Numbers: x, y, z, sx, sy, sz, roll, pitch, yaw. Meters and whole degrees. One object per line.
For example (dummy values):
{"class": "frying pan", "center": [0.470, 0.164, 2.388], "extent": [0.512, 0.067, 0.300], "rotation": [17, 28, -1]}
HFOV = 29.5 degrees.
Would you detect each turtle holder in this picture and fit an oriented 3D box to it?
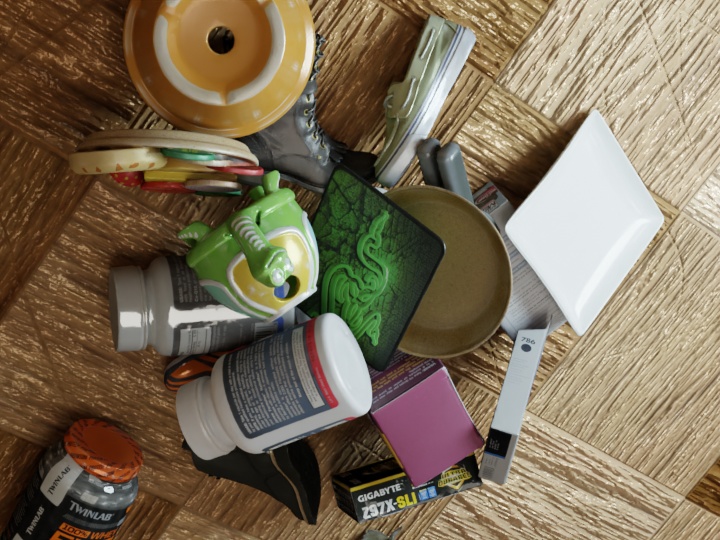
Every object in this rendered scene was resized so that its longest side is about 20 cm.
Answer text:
{"class": "turtle holder", "center": [-0.100, -0.021, 1.439], "extent": [0.141, 0.185, 0.132], "rotation": [-34, 92, -34]}

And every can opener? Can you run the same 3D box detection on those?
{"class": "can opener", "center": [0.111, -0.073, 1.547], "extent": [0.067, 0.052, 0.200], "rotation": [-56, 143, -28]}

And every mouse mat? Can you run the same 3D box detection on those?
{"class": "mouse mat", "center": [0.000, 0.000, 1.525], "extent": [0.008, 0.161, 0.201], "rotation": [-32, 153, -49]}

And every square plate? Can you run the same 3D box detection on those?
{"class": "square plate", "center": [0.270, -0.058, 1.659], "extent": [0.200, 0.028, 0.198], "rotation": [-51, 123, -19]}

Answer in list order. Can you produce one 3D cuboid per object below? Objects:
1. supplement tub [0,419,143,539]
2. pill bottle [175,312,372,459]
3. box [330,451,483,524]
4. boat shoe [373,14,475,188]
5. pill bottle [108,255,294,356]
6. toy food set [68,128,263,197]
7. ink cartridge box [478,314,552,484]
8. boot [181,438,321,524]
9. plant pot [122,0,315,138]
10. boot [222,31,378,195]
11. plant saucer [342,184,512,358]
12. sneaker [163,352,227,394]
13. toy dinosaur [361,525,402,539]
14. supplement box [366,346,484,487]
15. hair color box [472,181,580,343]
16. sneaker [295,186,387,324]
{"class": "supplement tub", "center": [-0.345, 0.286, 1.633], "extent": [0.122, 0.123, 0.201], "rotation": [21, 110, -26]}
{"class": "pill bottle", "center": [-0.099, 0.135, 1.520], "extent": [0.199, 0.120, 0.120], "rotation": [-22, 123, 15]}
{"class": "box", "center": [0.053, 0.262, 1.703], "extent": [0.159, 0.200, 0.050], "rotation": [-14, 88, -8]}
{"class": "boat shoe", "center": [0.059, -0.190, 1.529], "extent": [0.062, 0.072, 0.201], "rotation": [27, 87, -4]}
{"class": "pill bottle", "center": [-0.183, 0.038, 1.557], "extent": [0.199, 0.114, 0.114], "rotation": [-3, 118, -15]}
{"class": "toy food set", "center": [-0.200, -0.112, 1.430], "extent": [0.197, 0.200, 0.049], "rotation": [3, 86, -5]}
{"class": "ink cartridge box", "center": [0.187, 0.149, 1.644], "extent": [0.039, 0.200, 0.100], "rotation": [16, 136, 9]}
{"class": "boot", "center": [-0.131, 0.256, 1.728], "extent": [0.137, 0.078, 0.201], "rotation": [-5, 137, 12]}
{"class": "plant pot", "center": [-0.140, -0.227, 1.351], "extent": [0.199, 0.183, 0.202], "rotation": [-1, 98, -5]}
{"class": "boot", "center": [-0.059, -0.178, 1.506], "extent": [0.199, 0.069, 0.175], "rotation": [1, 117, -15]}
{"class": "plant saucer", "center": [0.078, -0.002, 1.521], "extent": [0.199, 0.035, 0.201], "rotation": [7, 110, 21]}
{"class": "sneaker", "center": [-0.129, 0.142, 1.620], "extent": [0.199, 0.112, 0.078], "rotation": [-8, 144, -12]}
{"class": "toy dinosaur", "center": [-0.016, 0.415, 1.846], "extent": [0.199, 0.077, 0.103], "rotation": [-26, 110, 3]}
{"class": "supplement box", "center": [0.047, 0.140, 1.629], "extent": [0.103, 0.200, 0.131], "rotation": [-31, 121, -5]}
{"class": "hair color box", "center": [0.181, -0.001, 1.679], "extent": [0.099, 0.061, 0.200], "rotation": [-37, 122, 4]}
{"class": "sneaker", "center": [-0.015, 0.002, 1.606], "extent": [0.075, 0.087, 0.201], "rotation": [18, 112, -26]}
